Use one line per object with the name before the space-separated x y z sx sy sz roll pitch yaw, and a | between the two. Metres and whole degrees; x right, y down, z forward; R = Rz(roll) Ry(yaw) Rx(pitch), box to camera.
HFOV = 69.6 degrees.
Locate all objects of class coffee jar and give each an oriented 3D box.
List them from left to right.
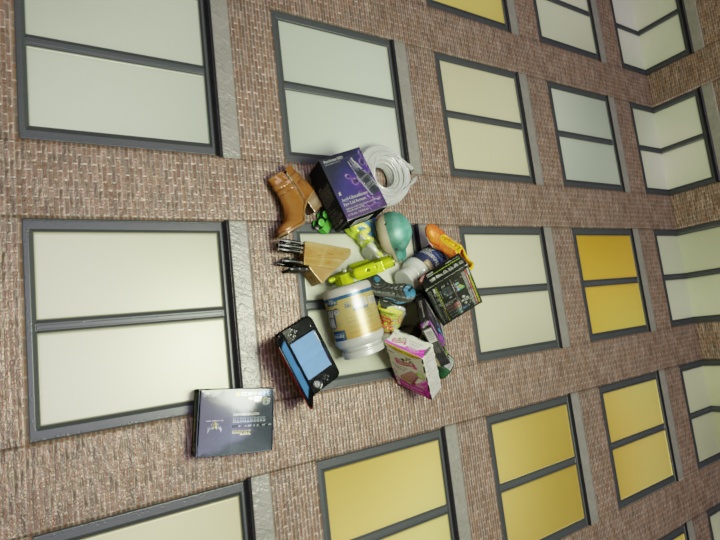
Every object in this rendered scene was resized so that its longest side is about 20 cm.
coffee jar | 0.193 0.253 1.620 0.200 0.104 0.086 41 64 -18

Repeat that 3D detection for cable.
cable | 0.070 -0.305 1.673 0.200 0.069 0.201 44 61 -17

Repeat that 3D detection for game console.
game console | -0.138 0.242 1.401 0.172 0.118 0.202 -31 98 -33

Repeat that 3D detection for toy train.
toy train | -0.081 -0.196 1.573 0.056 0.042 0.201 42 61 -30

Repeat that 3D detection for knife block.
knife block | -0.146 -0.053 1.487 0.200 0.064 0.176 -45 106 -31

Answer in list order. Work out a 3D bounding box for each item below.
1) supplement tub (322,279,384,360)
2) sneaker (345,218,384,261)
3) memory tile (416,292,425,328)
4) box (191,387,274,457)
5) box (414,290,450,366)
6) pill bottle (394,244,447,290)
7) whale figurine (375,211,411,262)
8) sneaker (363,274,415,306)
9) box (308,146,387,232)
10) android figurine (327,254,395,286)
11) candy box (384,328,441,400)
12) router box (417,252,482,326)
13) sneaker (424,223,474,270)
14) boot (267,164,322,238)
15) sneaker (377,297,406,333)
supplement tub | -0.016 0.140 1.483 0.144 0.144 0.202 -15 88 -34
sneaker | 0.035 -0.108 1.607 0.105 0.076 0.201 -45 104 -31
memory tile | 0.249 0.098 1.674 0.152 0.017 0.202 -13 122 -34
box | -0.317 0.376 1.299 0.198 0.051 0.160 7 78 -32
box | 0.213 0.169 1.545 0.144 0.036 0.201 60 12 -26
pill bottle | 0.206 -0.007 1.674 0.199 0.111 0.112 -33 98 -33
whale figurine | 0.117 -0.101 1.599 0.200 0.103 0.161 51 25 -57
sneaker | 0.066 0.067 1.593 0.198 0.082 0.074 20 52 -5
box | -0.038 -0.236 1.516 0.147 0.104 0.202 -25 85 -27
android figurine | 0.000 0.000 1.502 0.198 0.182 0.041 -18 96 -2
candy box | 0.156 0.278 1.522 0.061 0.136 0.201 -45 136 -31
router box | 0.278 0.061 1.594 0.149 0.062 0.201 -31 133 1
sneaker | 0.283 -0.076 1.631 0.200 0.077 0.073 45 59 -3
boot | -0.208 -0.198 1.466 0.156 0.076 0.200 52 56 -15
sneaker | 0.089 0.144 1.546 0.091 0.078 0.200 -64 158 -10
